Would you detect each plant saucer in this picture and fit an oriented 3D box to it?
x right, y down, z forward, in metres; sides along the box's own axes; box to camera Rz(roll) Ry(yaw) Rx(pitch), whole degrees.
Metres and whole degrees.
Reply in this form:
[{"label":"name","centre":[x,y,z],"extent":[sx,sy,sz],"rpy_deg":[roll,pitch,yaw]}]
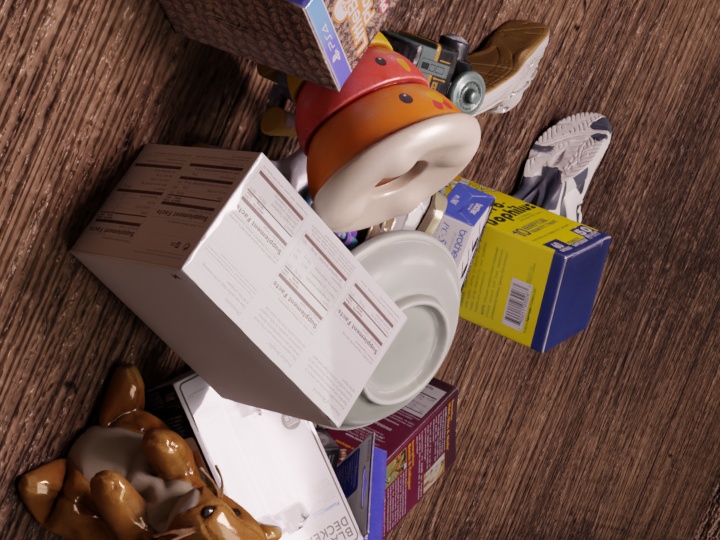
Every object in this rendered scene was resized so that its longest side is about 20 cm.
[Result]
[{"label":"plant saucer","centre":[0.026,0.064,1.435],"extent":[0.199,0.050,0.202],"rpy_deg":[-23,129,-32]}]

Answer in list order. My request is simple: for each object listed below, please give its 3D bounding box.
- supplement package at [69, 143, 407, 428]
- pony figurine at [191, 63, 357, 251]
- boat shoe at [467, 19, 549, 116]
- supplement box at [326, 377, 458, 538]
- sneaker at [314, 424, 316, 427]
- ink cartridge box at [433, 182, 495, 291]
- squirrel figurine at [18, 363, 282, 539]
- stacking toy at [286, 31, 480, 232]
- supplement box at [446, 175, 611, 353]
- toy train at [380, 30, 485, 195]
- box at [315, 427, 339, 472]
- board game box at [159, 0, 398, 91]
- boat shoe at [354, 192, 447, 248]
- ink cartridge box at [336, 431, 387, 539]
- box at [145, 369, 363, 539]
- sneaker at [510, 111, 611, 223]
[{"label":"supplement package","centre":[-0.093,0.011,1.234],"extent":[0.200,0.155,0.111],"rpy_deg":[49,64,-34]},{"label":"pony figurine","centre":[-0.032,-0.104,1.360],"extent":[0.194,0.166,0.200],"rpy_deg":[-52,143,3]},{"label":"boat shoe","centre":[0.141,-0.193,1.664],"extent":[0.200,0.070,0.070],"rpy_deg":[-40,140,-44]},{"label":"supplement box","centre":[0.018,0.205,1.719],"extent":[0.200,0.085,0.111],"rpy_deg":[-41,142,-41]},{"label":"sneaker","centre":[-0.078,0.175,1.562],"extent":[0.087,0.074,0.201],"rpy_deg":[-50,156,-58]},{"label":"ink cartridge box","centre":[0.073,0.022,1.576],"extent":[0.094,0.044,0.201],"rpy_deg":[-48,159,-62]},{"label":"squirrel figurine","centre":[-0.153,0.211,1.304],"extent":[0.142,0.186,0.201],"rpy_deg":[-46,146,-35]},{"label":"stacking toy","centre":[-0.012,-0.143,1.228],"extent":[0.145,0.201,0.146],"rpy_deg":[-27,166,-8]},{"label":"supplement box","centre":[0.138,-0.012,1.652],"extent":[0.109,0.199,0.110],"rpy_deg":[-22,129,-54]},{"label":"toy train","centre":[0.041,-0.135,1.522],"extent":[0.113,0.085,0.201],"rpy_deg":[11,104,-44]},{"label":"box","centre":[-0.112,0.246,1.479],"extent":[0.160,0.049,0.202],"rpy_deg":[0,112,-26]},{"label":"board game box","centre":[-0.040,-0.259,1.194],"extent":[0.201,0.159,0.097],"rpy_deg":[-57,151,-19]},{"label":"boat shoe","centre":[0.000,0.000,1.480],"extent":[0.201,0.068,0.075],"rpy_deg":[-59,-165,-1]},{"label":"ink cartridge box","centre":[-0.010,0.227,1.498],"extent":[0.200,0.037,0.095],"rpy_deg":[126,-29,-61]},{"label":"box","centre":[-0.091,0.171,1.384],"extent":[0.116,0.060,0.201],"rpy_deg":[-24,92,-36]},{"label":"sneaker","centre":[0.240,-0.086,1.915],"extent":[0.200,0.079,0.130],"rpy_deg":[-60,153,-15]}]
